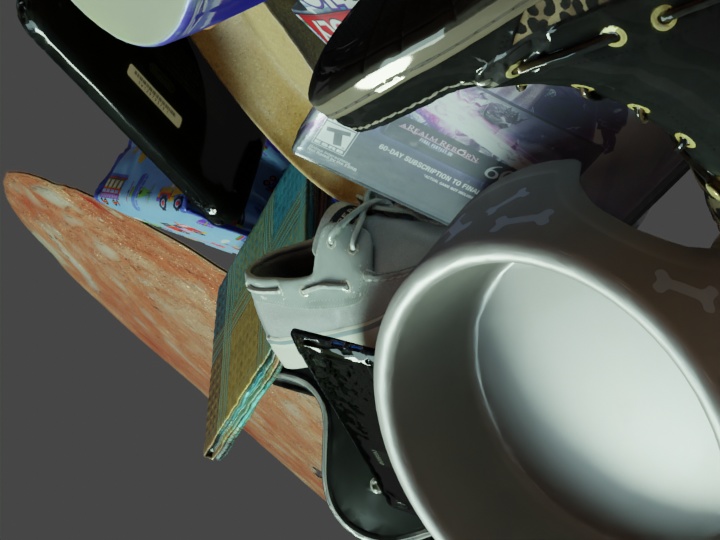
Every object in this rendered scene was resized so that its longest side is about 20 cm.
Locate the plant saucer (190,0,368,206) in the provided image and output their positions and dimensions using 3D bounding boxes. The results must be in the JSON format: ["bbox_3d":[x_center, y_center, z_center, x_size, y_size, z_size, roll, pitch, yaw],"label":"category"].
[{"bbox_3d":[-0.048,-0.125,0.882,0.200,0.035,0.200,49,169,13],"label":"plant saucer"}]

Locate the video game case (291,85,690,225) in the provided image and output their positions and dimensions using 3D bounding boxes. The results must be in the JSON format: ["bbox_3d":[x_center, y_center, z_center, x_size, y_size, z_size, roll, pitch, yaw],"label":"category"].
[{"bbox_3d":[0.070,-0.074,0.645,0.142,0.019,0.200,24,146,-10],"label":"video game case"}]

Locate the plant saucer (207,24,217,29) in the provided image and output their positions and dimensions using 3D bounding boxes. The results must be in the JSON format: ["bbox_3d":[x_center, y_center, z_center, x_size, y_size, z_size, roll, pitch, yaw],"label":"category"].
[{"bbox_3d":[-0.127,-0.201,0.786,0.201,0.032,0.201,51,170,13],"label":"plant saucer"}]

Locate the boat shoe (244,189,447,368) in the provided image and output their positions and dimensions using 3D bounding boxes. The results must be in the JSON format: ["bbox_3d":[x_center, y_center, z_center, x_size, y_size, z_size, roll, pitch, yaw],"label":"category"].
[{"bbox_3d":[0.000,0.000,0.843,0.200,0.070,0.072,-20,107,53],"label":"boat shoe"}]

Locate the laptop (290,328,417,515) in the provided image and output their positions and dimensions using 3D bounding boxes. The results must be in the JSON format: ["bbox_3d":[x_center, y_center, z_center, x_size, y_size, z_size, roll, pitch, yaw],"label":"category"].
[{"bbox_3d":[0.094,0.062,0.815,0.198,0.104,0.178,13,150,29],"label":"laptop"}]

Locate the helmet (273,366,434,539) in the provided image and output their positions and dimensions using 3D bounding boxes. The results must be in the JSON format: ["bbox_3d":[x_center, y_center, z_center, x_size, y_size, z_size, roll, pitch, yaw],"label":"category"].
[{"bbox_3d":[0.037,0.079,1.084,0.200,0.198,0.193,112,142,-76],"label":"helmet"}]

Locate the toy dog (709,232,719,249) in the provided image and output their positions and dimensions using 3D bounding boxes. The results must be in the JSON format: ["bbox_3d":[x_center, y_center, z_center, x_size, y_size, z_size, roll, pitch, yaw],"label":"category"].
[{"bbox_3d":[0.224,0.010,0.668,0.131,0.097,0.200,19,173,29],"label":"toy dog"}]

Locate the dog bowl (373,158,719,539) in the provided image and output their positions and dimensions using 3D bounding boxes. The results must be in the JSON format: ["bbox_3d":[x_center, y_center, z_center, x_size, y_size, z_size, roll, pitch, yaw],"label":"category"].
[{"bbox_3d":[0.088,0.060,0.649,0.199,0.058,0.202,21,125,34],"label":"dog bowl"}]

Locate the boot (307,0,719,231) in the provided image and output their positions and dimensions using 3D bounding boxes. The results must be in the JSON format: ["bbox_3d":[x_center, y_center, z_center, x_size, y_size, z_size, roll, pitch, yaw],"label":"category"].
[{"bbox_3d":[0.094,-0.067,0.562,0.199,0.074,0.151,-28,123,30],"label":"boot"}]

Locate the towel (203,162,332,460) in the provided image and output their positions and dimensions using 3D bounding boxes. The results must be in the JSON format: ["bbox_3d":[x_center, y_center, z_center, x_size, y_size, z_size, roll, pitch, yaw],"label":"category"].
[{"bbox_3d":[-0.059,0.016,1.054,0.021,0.148,0.200,15,141,-16],"label":"towel"}]

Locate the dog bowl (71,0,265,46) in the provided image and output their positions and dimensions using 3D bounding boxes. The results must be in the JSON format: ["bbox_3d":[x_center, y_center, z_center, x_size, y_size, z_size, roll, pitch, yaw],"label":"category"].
[{"bbox_3d":[-0.082,-0.186,0.585,0.200,0.078,0.201,45,152,31],"label":"dog bowl"}]

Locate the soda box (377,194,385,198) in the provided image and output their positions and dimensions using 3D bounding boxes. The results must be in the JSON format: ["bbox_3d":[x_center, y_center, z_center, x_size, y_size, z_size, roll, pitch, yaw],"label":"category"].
[{"bbox_3d":[0.085,-0.006,0.955,0.199,0.064,0.068,25,160,40],"label":"soda box"}]

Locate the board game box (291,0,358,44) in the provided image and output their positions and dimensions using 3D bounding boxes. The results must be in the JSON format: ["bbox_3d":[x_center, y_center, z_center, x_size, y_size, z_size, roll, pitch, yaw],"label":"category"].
[{"bbox_3d":[0.024,-0.129,0.709,0.200,0.062,0.199,43,165,-23],"label":"board game box"}]

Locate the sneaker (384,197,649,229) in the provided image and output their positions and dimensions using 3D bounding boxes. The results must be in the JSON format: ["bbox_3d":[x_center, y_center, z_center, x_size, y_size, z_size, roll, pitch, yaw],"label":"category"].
[{"bbox_3d":[0.055,-0.061,0.847,0.115,0.081,0.199,45,157,-19],"label":"sneaker"}]

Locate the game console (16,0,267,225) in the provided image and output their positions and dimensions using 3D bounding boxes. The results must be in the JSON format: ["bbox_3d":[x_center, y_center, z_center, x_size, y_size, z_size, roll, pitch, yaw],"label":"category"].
[{"bbox_3d":[-0.150,-0.141,1.000,0.115,0.177,0.200,-12,138,33],"label":"game console"}]

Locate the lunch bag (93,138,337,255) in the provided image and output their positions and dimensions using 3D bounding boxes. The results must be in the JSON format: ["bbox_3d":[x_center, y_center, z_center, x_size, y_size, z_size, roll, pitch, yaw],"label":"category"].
[{"bbox_3d":[-0.072,-0.040,1.217,0.199,0.095,0.150,34,167,-32],"label":"lunch bag"}]
